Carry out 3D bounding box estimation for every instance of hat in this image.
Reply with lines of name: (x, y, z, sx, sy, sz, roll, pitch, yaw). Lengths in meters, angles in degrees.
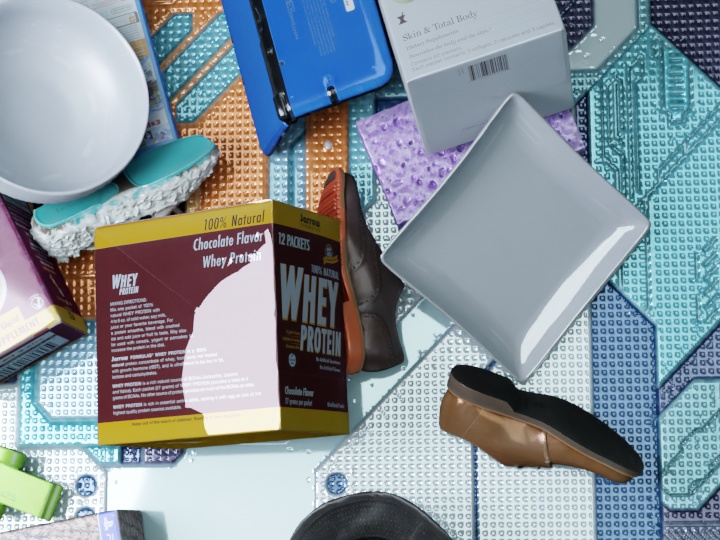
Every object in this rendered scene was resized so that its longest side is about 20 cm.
hat: (0.021, 0.294, 1.499, 0.198, 0.081, 0.203, 2, 99, 13)

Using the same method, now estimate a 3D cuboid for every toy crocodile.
toy crocodile: (-0.383, 0.194, 1.572, 0.198, 0.062, 0.068, 15, 83, 3)

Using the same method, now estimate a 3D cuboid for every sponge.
sponge: (0.106, -0.128, 1.581, 0.198, 0.030, 0.113, -22, 79, 2)

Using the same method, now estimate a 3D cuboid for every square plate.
square plate: (0.145, -0.030, 1.522, 0.200, 0.028, 0.199, 40, 89, -21)

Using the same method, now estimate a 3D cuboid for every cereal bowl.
cereal bowl: (-0.306, -0.155, 1.548, 0.198, 0.083, 0.203, 8, 72, -26)

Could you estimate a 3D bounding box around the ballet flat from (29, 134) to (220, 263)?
ballet flat: (-0.226, -0.067, 1.588, 0.198, 0.072, 0.072, -24, 79, -9)

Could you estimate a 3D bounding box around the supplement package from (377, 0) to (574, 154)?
supplement package: (0.095, -0.247, 1.518, 0.150, 0.151, 0.202, -18, 66, 3)

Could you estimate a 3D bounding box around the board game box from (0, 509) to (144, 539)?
board game box: (-0.297, 0.320, 1.519, 0.197, 0.097, 0.161, -12, 80, 4)

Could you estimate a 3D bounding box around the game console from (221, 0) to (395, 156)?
game console: (-0.057, -0.236, 1.557, 0.169, 0.118, 0.202, -18, 80, 13)

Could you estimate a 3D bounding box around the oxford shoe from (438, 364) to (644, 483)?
oxford shoe: (0.167, 0.158, 1.522, 0.198, 0.071, 0.072, 23, 112, 9)

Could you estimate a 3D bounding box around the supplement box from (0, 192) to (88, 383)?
supplement box: (-0.370, -0.001, 1.574, 0.130, 0.103, 0.201, -29, 79, 1)

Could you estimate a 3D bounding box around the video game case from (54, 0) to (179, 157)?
video game case: (-0.273, -0.204, 1.615, 0.141, 0.018, 0.202, -15, 92, 1)

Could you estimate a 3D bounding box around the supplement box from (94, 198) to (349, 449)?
supplement box: (-0.127, 0.055, 1.494, 0.195, 0.132, 0.203, -8, 80, 27)

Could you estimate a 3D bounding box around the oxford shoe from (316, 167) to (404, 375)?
oxford shoe: (0.000, 0.000, 1.564, 0.072, 0.071, 0.203, -1, 78, -21)
